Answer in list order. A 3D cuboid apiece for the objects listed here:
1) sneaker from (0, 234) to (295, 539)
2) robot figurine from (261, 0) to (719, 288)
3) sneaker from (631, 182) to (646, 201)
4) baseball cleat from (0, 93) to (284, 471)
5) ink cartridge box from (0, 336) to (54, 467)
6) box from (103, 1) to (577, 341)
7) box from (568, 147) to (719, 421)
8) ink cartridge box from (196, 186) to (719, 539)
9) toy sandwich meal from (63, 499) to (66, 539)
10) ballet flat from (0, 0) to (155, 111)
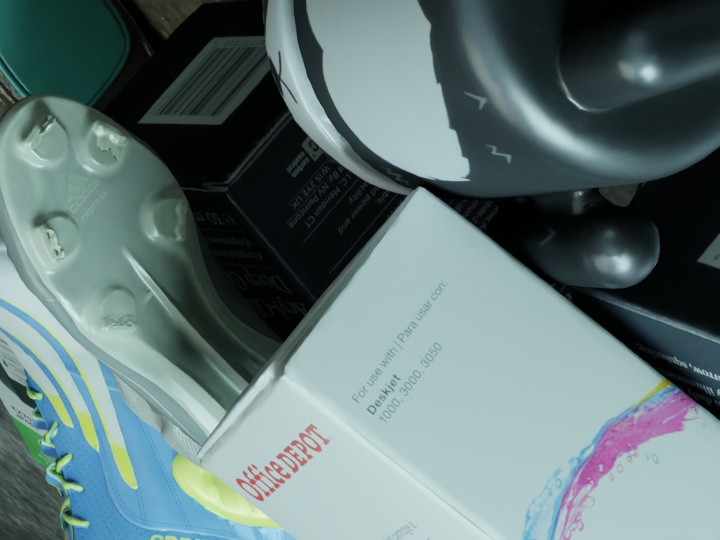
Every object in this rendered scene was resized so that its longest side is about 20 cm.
[{"bbox_3d":[-0.097,0.074,1.179,0.200,0.105,0.076,40,157,-1],"label":"sneaker"},{"bbox_3d":[0.049,-0.084,0.921,0.124,0.151,0.200,25,167,-26],"label":"robot figurine"},{"bbox_3d":[0.120,0.022,1.083,0.071,0.073,0.200,22,153,34],"label":"sneaker"},{"bbox_3d":[-0.081,0.017,1.092,0.200,0.070,0.106,52,156,-23],"label":"baseball cleat"},{"bbox_3d":[-0.126,0.044,1.550,0.146,0.083,0.200,27,154,32],"label":"ink cartridge box"},{"bbox_3d":[0.000,0.000,1.185,0.200,0.107,0.148,50,157,-24],"label":"box"},{"bbox_3d":[0.183,0.052,0.983,0.148,0.107,0.200,21,151,43],"label":"box"},{"bbox_3d":[0.056,0.078,0.977,0.200,0.085,0.145,37,160,-2],"label":"ink cartridge box"},{"bbox_3d":[-0.060,0.088,1.297,0.205,0.205,0.070,44,134,-7],"label":"toy sandwich meal"},{"bbox_3d":[-0.114,-0.075,1.322,0.200,0.068,0.067,48,166,-11],"label":"ballet flat"}]
